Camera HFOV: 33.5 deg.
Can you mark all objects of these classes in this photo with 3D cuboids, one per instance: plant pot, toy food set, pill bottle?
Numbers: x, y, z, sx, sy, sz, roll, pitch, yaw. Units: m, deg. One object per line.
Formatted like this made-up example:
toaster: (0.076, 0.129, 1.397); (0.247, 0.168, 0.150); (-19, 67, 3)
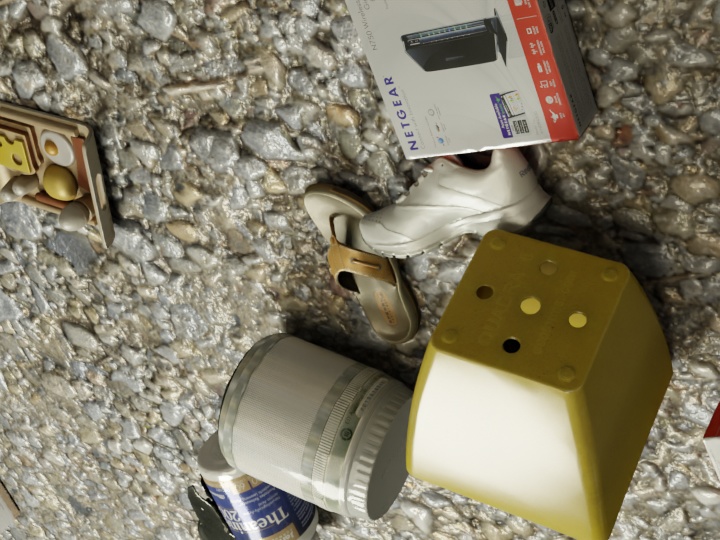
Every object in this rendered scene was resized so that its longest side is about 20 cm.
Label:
plant pot: (0.155, 0.084, 1.052); (0.197, 0.201, 0.178); (17, 147, 23)
toy food set: (-0.381, -0.111, 1.410); (0.197, 0.061, 0.145); (16, 132, 24)
pill bottle: (-0.119, 0.294, 1.512); (0.110, 0.111, 0.202); (-4, 122, 37)

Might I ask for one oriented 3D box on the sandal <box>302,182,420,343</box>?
sandal: (0.000, 0.000, 1.230); (0.079, 0.054, 0.202); (-6, 120, 39)

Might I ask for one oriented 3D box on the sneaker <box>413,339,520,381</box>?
sneaker: (0.149, 0.123, 1.223); (0.198, 0.060, 0.105); (31, 136, 19)

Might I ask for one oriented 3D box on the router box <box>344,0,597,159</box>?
router box: (0.087, -0.200, 1.010); (0.177, 0.049, 0.202); (-3, 122, 37)

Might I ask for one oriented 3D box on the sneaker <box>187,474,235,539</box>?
sneaker: (-0.159, 0.365, 1.625); (0.199, 0.060, 0.105); (41, 142, 6)

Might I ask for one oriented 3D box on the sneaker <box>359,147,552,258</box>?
sneaker: (0.080, -0.070, 1.114); (0.197, 0.075, 0.088); (-15, 110, 32)

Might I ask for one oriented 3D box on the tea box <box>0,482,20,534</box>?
tea box: (-0.707, 0.366, 1.978); (0.194, 0.134, 0.202); (-1, 124, 37)

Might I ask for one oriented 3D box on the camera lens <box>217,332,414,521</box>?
camera lens: (-0.047, 0.170, 1.324); (0.197, 0.160, 0.162); (19, 133, 22)

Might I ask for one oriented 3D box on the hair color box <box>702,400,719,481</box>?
hair color box: (0.419, 0.168, 1.060); (0.198, 0.064, 0.112); (-9, 117, 41)
